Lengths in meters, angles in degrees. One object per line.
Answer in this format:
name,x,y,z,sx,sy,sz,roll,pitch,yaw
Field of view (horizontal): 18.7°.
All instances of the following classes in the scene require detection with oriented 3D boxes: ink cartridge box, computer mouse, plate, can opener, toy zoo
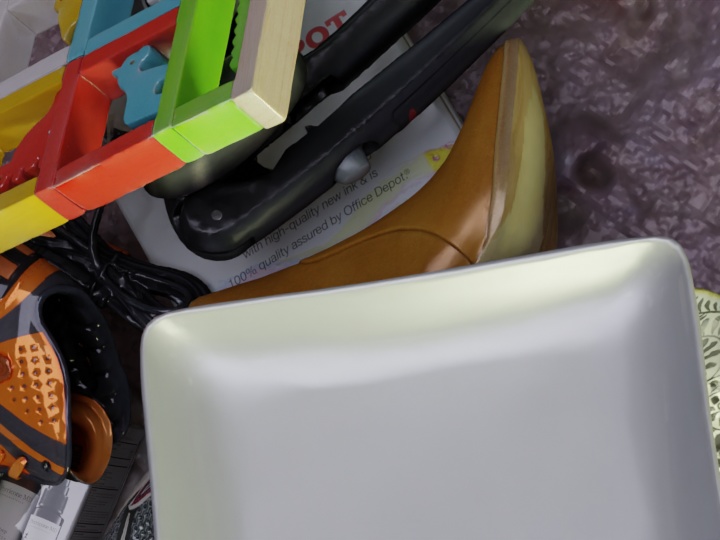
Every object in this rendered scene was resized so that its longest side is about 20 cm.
ink cartridge box,-0.005,-0.009,0.945,0.146,0.083,0.200,-32,76,6
computer mouse,-0.083,-0.079,0.911,0.109,0.044,0.200,21,92,20
plate,0.028,0.097,0.751,0.199,0.032,0.200,-9,67,6
can opener,0.002,-0.076,0.857,0.200,0.079,0.063,-35,85,-14
toy zoo,-0.101,-0.077,0.838,0.200,0.020,0.131,-23,44,33

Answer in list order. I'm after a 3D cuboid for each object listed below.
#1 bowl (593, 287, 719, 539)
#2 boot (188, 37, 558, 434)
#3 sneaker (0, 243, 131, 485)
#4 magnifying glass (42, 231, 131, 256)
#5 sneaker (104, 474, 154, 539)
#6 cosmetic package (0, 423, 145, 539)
bowl,0.111,0.113,0.867,0.094,0.201,0.201,-15,77,35
boot,0.000,0.001,0.860,0.144,0.071,0.202,-6,59,21
sneaker,-0.164,0.082,0.901,0.112,0.078,0.200,24,114,12
magnifying glass,-0.199,-0.034,1.025,0.200,0.022,0.080,23,87,14
sneaker,-0.101,0.168,0.920,0.081,0.075,0.200,31,100,16
cosmetic package,-0.206,0.071,0.994,0.200,0.051,0.083,21,85,15
